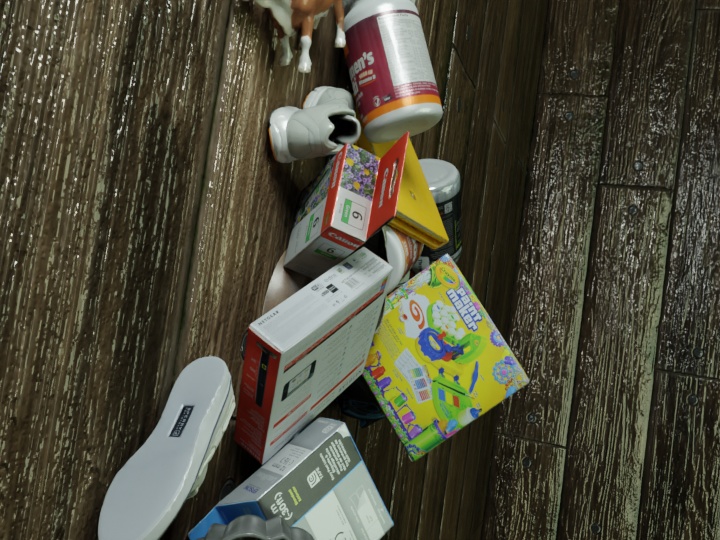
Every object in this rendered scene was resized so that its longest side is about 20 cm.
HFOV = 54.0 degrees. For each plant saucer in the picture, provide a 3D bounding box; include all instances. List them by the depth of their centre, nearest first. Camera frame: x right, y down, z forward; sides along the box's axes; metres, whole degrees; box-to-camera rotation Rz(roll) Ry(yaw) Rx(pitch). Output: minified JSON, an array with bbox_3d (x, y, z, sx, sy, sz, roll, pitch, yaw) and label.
[{"bbox_3d":[-0.069,0.064,0.919,0.200,0.036,0.207,7,90,-69],"label":"plant saucer"}]

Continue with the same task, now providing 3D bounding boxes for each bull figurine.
[{"bbox_3d":[-0.066,-0.293,0.774,0.200,0.063,0.125,-51,146,-52],"label":"bull figurine"}]

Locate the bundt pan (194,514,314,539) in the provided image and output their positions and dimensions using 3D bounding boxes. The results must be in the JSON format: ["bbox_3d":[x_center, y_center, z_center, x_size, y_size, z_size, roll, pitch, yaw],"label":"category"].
[{"bbox_3d":[-0.107,0.335,0.704,0.076,0.195,0.209,-121,-147,-77],"label":"bundt pan"}]

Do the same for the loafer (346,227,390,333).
[{"bbox_3d":[0.000,0.000,0.898,0.070,0.073,0.206,-108,-165,-67],"label":"loafer"}]

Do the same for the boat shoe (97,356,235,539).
[{"bbox_3d":[-0.166,0.177,0.648,0.203,0.069,0.071,-72,155,-45],"label":"boat shoe"}]

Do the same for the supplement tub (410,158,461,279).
[{"bbox_3d":[0.123,-0.085,1.272,0.123,0.119,0.205,-56,146,-50],"label":"supplement tub"}]

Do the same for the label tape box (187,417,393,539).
[{"bbox_3d":[-0.071,0.284,0.781,0.198,0.065,0.146,-35,108,-34],"label":"label tape box"}]

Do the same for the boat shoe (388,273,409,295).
[{"bbox_3d":[0.020,0.037,1.115,0.199,0.069,0.066,-23,117,-58],"label":"boat shoe"}]

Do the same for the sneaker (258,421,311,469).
[{"bbox_3d":[-0.086,0.271,0.872,0.074,0.080,0.205,56,43,-58],"label":"sneaker"}]

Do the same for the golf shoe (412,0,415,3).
[{"bbox_3d":[0.031,-0.342,1.043,0.097,0.076,0.206,89,17,-76],"label":"golf shoe"}]

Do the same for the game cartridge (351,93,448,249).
[{"bbox_3d":[0.049,-0.142,1.016,0.175,0.032,0.205,23,43,-56],"label":"game cartridge"}]

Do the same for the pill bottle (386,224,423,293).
[{"bbox_3d":[0.034,-0.040,1.048,0.200,0.109,0.116,-43,136,-66],"label":"pill bottle"}]

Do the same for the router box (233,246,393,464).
[{"bbox_3d":[-0.053,0.094,0.805,0.199,0.048,0.183,-36,150,-45],"label":"router box"}]

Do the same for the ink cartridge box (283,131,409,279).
[{"bbox_3d":[-0.020,-0.077,0.802,0.199,0.049,0.112,-35,-140,56],"label":"ink cartridge box"}]

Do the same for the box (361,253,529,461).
[{"bbox_3d":[0.105,0.121,0.997,0.203,0.190,0.122,58,8,12],"label":"box"}]

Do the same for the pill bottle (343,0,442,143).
[{"bbox_3d":[0.034,-0.281,0.919,0.109,0.107,0.206,-4,79,-69],"label":"pill bottle"}]

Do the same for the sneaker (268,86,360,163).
[{"bbox_3d":[-0.032,-0.175,0.861,0.200,0.089,0.078,-52,142,-56],"label":"sneaker"}]

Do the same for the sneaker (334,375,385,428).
[{"bbox_3d":[-0.008,0.183,1.057,0.200,0.081,0.074,49,9,-46],"label":"sneaker"}]
